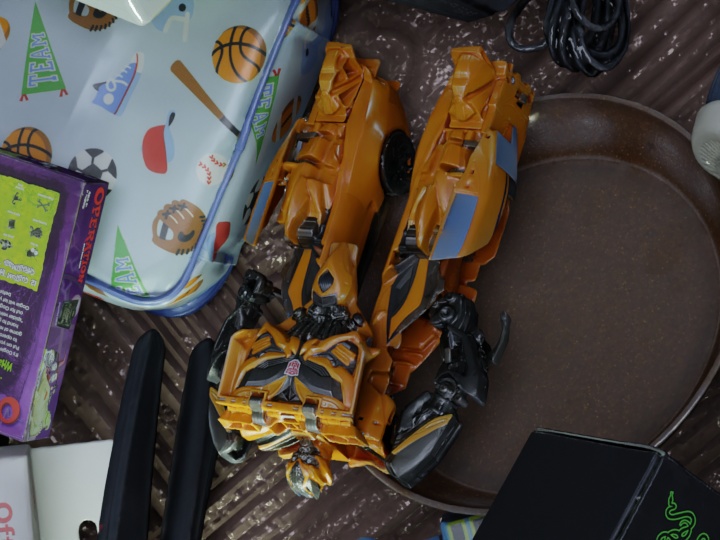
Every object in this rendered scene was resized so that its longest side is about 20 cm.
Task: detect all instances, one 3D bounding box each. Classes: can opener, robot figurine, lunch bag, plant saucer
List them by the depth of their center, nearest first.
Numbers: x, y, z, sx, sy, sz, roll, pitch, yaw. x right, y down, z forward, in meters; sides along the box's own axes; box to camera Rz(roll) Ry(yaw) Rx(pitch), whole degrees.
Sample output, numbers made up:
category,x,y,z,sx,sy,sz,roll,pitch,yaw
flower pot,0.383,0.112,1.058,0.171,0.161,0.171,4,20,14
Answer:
category,x,y,z,sx,sy,sz,roll,pitch,yaw
robot figurine,0.000,0.000,1.106,0.144,0.058,0.201,4,65,34
plant saucer,0.077,0.018,1.111,0.199,0.034,0.202,-13,58,22
can opener,-0.094,0.123,1.143,0.063,0.079,0.202,7,73,-20
lunch bag,-0.107,-0.091,1.170,0.159,0.076,0.201,23,90,14

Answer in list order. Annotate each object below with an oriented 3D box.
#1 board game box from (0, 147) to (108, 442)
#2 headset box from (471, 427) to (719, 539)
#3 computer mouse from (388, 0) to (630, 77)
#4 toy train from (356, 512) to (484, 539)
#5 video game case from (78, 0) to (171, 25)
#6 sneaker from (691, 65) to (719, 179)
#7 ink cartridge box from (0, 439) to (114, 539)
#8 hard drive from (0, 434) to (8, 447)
category,x,y,z,sx,sy,sz,roll,pitch,yaw
board game box,-0.216,-0.010,1.148,0.199,0.032,0.121,18,95,21
headset box,0.103,0.174,0.896,0.200,0.093,0.175,36,77,-22
computer mouse,0.026,-0.165,1.115,0.198,0.053,0.139,9,60,-4
toy train,0.031,0.167,1.116,0.199,0.087,0.115,-17,77,6
video game case,-0.098,-0.197,1.121,0.199,0.023,0.182,25,65,43
sneaker,0.239,-0.050,1.077,0.199,0.075,0.085,26,74,-18
ink cartridge box,-0.198,0.141,1.131,0.198,0.068,0.116,-6,90,-6
hard drive,-0.244,0.105,1.197,0.139,0.038,0.201,16,87,11
